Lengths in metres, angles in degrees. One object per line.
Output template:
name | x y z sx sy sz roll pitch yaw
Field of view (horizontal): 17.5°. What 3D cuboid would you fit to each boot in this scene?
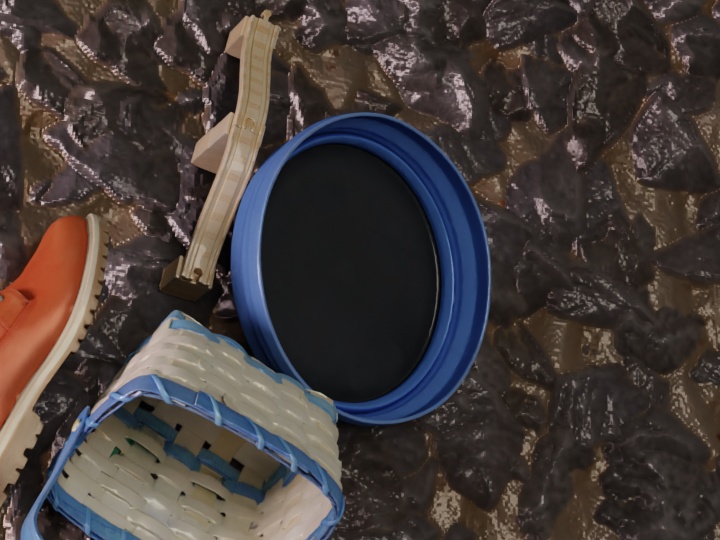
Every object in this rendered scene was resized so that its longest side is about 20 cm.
boot | -0.222 0.037 1.397 0.107 0.075 0.200 29 64 -9

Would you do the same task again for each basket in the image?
basket | -0.096 0.137 1.371 0.176 0.139 0.200 34 32 -12

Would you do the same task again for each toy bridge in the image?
toy bridge | -0.084 -0.081 1.503 0.027 0.067 0.200 21 66 -18

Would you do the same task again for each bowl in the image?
bowl | 0.000 0.000 1.501 0.201 0.039 0.201 6 81 -41
